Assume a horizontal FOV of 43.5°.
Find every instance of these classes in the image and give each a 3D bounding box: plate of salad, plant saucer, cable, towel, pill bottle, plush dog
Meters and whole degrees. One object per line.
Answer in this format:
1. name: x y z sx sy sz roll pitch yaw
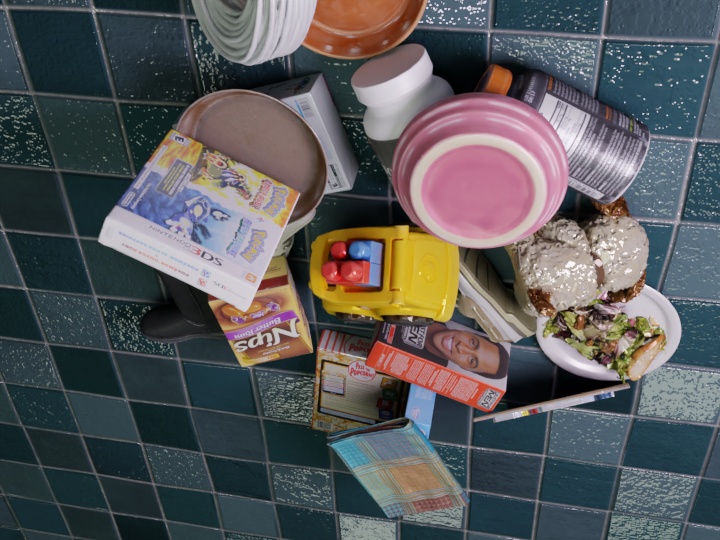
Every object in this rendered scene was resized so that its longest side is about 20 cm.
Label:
1. plate of salad: 0.348 0.092 1.273 0.199 0.048 0.200 8 132 9
2. plant saucer: 0.133 -0.100 1.016 0.200 0.051 0.201 5 129 6
3. cable: -0.122 -0.325 0.970 0.200 0.069 0.201 16 120 53
4. plant saucer: -0.019 -0.336 1.018 0.200 0.032 0.201 8 131 9
5. towel: 0.058 0.299 1.344 0.146 0.022 0.200 -17 124 26
6. pill bottle: 0.223 -0.165 1.048 0.200 0.106 0.106 26 132 -7
7. plush dog: 0.280 -0.016 1.141 0.171 0.161 0.200 -20 119 1
8. plant saucer: -0.134 -0.143 1.132 0.200 0.032 0.201 8 131 9
9. pill bottle: 0.072 -0.161 1.086 0.116 0.116 0.200 -13 125 25

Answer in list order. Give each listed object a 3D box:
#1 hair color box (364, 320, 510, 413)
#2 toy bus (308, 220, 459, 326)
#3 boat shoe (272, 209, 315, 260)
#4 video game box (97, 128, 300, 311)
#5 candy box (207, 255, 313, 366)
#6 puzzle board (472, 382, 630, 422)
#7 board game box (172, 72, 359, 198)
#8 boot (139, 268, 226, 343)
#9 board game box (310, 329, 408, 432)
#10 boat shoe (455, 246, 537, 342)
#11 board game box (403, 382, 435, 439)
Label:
1. hair color box: 0.116 0.123 1.328 0.200 0.102 0.061 21 132 -4
2. toy bus: 0.000 0.000 1.164 0.200 0.136 0.192 -1 174 35
3. boat shoe: -0.124 -0.047 1.273 0.200 0.071 0.069 -23 121 41
4. video game box: -0.181 -0.064 1.058 0.182 0.200 0.047 27 129 -9
5. candy box: -0.144 0.064 1.324 0.116 0.057 0.200 -12 148 1
6. puzzle board: 0.284 0.199 1.335 0.200 0.151 0.017 -19 78 28
7. board game box: -0.121 -0.162 1.175 0.199 0.064 0.148 -9 126 20
8. boot: -0.277 0.034 1.349 0.164 0.066 0.200 -5 149 5
9. board game box: 0.002 0.194 1.457 0.151 0.046 0.200 12 132 5
10. boat shoe: 0.162 0.033 1.256 0.068 0.075 0.200 -30 115 32
11. board game box: 0.088 0.243 1.405 0.040 0.153 0.200 10 132 6
